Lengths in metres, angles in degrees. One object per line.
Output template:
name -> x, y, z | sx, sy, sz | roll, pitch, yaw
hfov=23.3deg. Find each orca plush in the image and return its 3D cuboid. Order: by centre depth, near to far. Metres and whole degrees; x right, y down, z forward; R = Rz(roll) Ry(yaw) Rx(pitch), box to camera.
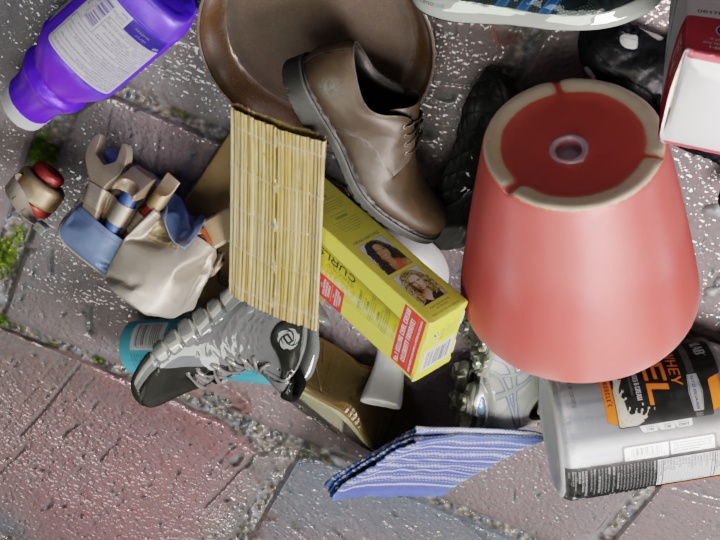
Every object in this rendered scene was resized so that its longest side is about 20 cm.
orca plush -> 0.247, -0.116, 1.397 | 0.105, 0.071, 0.200 | -22, 123, 29

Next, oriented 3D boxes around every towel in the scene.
towel -> 0.068, 0.187, 1.670 | 0.143, 0.024, 0.200 | 4, 158, -27

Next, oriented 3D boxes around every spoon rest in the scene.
spoon rest -> 0.028, 0.035, 1.591 | 0.098, 0.061, 0.201 | 10, 132, 6

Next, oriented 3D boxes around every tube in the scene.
tube -> -0.136, 0.071, 1.635 | 0.198, 0.050, 0.078 | -2, 90, 33

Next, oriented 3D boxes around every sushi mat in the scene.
sushi mat -> -0.071, -0.042, 1.460 | 0.095, 0.012, 0.201 | 22, 132, 22

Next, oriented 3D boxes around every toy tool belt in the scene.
toy tool belt -> -0.201, -0.059, 1.534 | 0.199, 0.125, 0.123 | 38, 99, 3

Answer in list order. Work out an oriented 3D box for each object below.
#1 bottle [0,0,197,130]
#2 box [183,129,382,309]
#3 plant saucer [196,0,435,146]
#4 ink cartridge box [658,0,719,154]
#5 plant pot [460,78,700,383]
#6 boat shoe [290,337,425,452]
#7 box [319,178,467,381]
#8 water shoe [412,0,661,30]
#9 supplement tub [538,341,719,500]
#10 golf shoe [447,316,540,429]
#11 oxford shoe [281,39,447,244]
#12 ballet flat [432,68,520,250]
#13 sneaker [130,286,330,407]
bottle -> -0.224, -0.185, 1.452 | 0.084, 0.066, 0.199 | 44, 127, -17
box -> -0.090, -0.025, 1.592 | 0.162, 0.021, 0.200 | 29, 131, -12
plant saucer -> -0.035, -0.191, 1.426 | 0.198, 0.032, 0.201 | 7, 133, 8
ink cartridge box -> 0.296, -0.166, 1.255 | 0.146, 0.201, 0.086 | 10, 132, 4
plant pot -> 0.171, -0.040, 1.383 | 0.198, 0.202, 0.178 | 2, 141, 11
boat shoe -> -0.015, 0.121, 1.680 | 0.064, 0.074, 0.200 | 0, 146, 49
box -> 0.000, 0.000, 1.473 | 0.200, 0.050, 0.076 | 42, 139, 25
water shoe -> 0.134, -0.231, 1.324 | 0.198, 0.072, 0.080 | 1, 123, 8
supplement tub -> 0.265, 0.132, 1.562 | 0.198, 0.123, 0.123 | -9, 131, -2
golf shoe -> 0.141, 0.076, 1.608 | 0.096, 0.079, 0.201 | -1, 139, -9
oxford shoe -> 0.023, -0.103, 1.422 | 0.084, 0.073, 0.200 | -22, 123, 26
ballet flat -> 0.099, -0.087, 1.485 | 0.066, 0.057, 0.201 | 1, 142, -19
sneaker -> -0.110, 0.085, 1.561 | 0.200, 0.075, 0.116 | -41, 72, 13
